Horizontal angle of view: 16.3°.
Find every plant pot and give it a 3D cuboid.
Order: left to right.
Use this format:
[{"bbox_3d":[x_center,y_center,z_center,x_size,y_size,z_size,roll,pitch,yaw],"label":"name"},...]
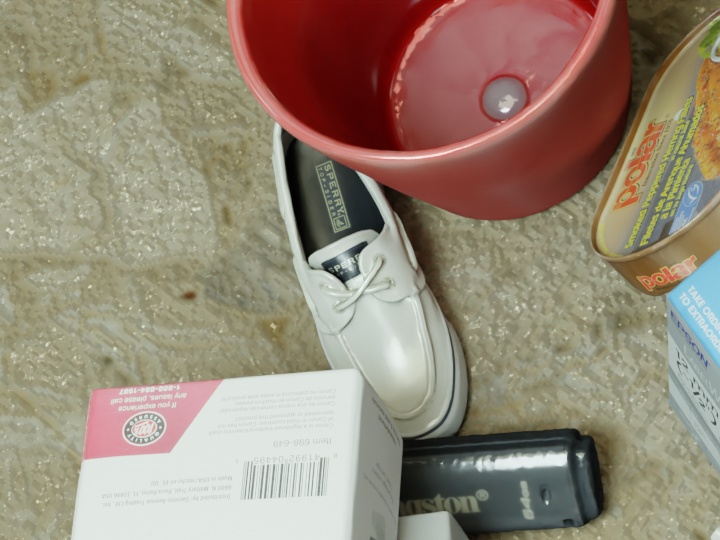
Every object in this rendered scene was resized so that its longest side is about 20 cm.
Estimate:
[{"bbox_3d":[0.054,-0.118,1.302,0.200,0.177,0.201,-6,71,17],"label":"plant pot"}]

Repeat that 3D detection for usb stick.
[{"bbox_3d":[0.026,0.114,1.312,0.200,0.033,0.056,-6,106,17],"label":"usb stick"}]

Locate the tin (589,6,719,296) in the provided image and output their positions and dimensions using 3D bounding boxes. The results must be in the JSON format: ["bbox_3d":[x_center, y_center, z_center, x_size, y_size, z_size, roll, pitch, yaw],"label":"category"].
[{"bbox_3d":[0.180,-0.068,1.265,0.112,0.042,0.200,-20,32,43],"label":"tin"}]

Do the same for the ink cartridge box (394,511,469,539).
[{"bbox_3d":[-0.011,0.232,1.246,0.146,0.086,0.200,-9,61,15],"label":"ink cartridge box"}]

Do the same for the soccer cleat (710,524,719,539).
[{"bbox_3d":[0.190,0.157,1.165,0.085,0.200,0.069,38,70,13],"label":"soccer cleat"}]

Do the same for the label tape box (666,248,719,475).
[{"bbox_3d":[0.205,0.064,1.178,0.066,0.200,0.143,-31,65,-5],"label":"label tape box"}]

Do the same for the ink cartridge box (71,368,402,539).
[{"bbox_3d":[-0.062,0.158,1.204,0.145,0.085,0.200,-5,58,17],"label":"ink cartridge box"}]

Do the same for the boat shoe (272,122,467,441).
[{"bbox_3d":[0.000,0.000,1.345,0.072,0.066,0.200,-20,68,11],"label":"boat shoe"}]
